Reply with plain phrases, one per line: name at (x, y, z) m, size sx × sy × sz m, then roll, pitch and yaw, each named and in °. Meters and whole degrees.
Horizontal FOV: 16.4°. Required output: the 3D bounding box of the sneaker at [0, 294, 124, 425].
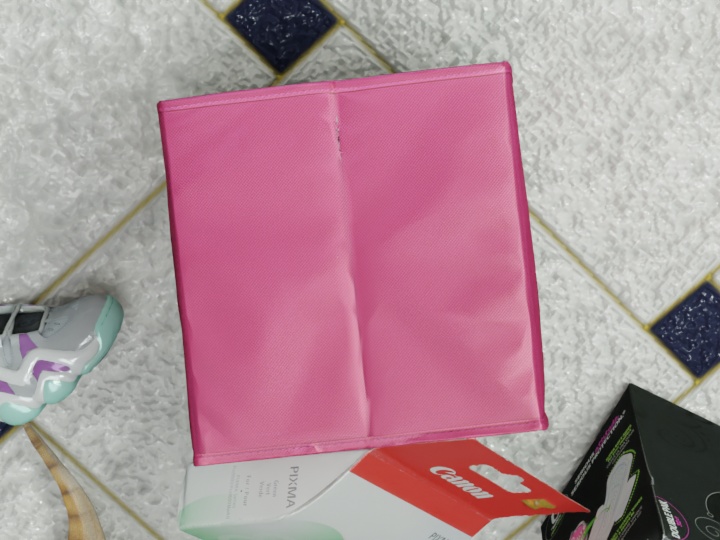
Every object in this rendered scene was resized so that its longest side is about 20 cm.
sneaker at (-0.256, 0.036, 1.526) m, size 0.200 × 0.078 × 0.140 m, roll -31°, pitch 110°, yaw 12°

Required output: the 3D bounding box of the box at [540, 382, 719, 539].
box at (0.206, 0.188, 1.525) m, size 0.148 × 0.200 × 0.124 m, roll 25°, pitch 112°, yaw -11°

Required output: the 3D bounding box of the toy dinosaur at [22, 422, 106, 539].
toy dinosaur at (-0.172, 0.197, 1.605) m, size 0.106 × 0.060 × 0.201 m, roll 4°, pitch 113°, yaw 0°

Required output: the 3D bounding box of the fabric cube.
fabric cube at (0.000, 0.000, 1.415) m, size 0.199 × 0.196 × 0.200 m, roll -6°, pitch 88°, yaw 3°

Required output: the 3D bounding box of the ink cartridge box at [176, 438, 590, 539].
ink cartridge box at (0.015, 0.150, 1.507) m, size 0.200 × 0.050 × 0.161 m, roll -5°, pitch 158°, yaw 30°
